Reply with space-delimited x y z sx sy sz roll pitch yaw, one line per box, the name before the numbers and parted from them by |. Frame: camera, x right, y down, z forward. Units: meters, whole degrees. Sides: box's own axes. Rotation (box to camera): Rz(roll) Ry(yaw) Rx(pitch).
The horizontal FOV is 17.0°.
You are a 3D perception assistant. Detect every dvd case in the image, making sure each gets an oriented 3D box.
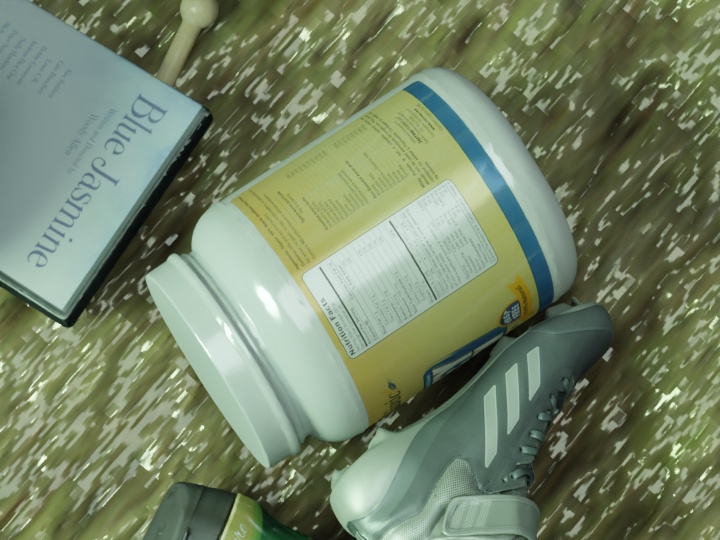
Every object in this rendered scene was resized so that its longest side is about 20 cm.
dvd case | -0.200 -0.077 1.331 0.199 0.018 0.143 31 79 14

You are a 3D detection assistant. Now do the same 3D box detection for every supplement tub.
supplement tub | 0.000 0.000 1.292 0.199 0.145 0.145 -33 84 -9

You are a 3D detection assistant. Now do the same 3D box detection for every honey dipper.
honey dipper | -0.128 -0.070 1.349 0.038 0.038 0.201 24 78 0

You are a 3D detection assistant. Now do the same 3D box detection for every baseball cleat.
baseball cleat | 0.080 0.099 1.300 0.199 0.070 0.106 -35 64 -21

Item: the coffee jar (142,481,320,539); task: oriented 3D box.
coffee jar | -0.028 0.189 1.287 0.199 0.085 0.105 22 77 -2
